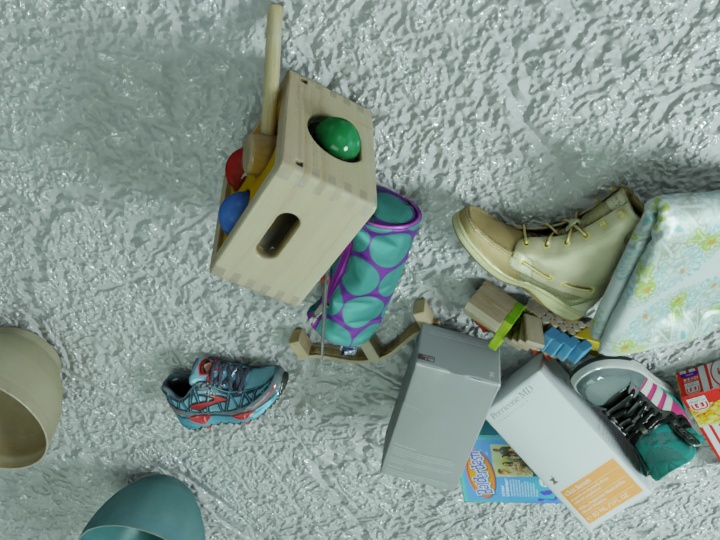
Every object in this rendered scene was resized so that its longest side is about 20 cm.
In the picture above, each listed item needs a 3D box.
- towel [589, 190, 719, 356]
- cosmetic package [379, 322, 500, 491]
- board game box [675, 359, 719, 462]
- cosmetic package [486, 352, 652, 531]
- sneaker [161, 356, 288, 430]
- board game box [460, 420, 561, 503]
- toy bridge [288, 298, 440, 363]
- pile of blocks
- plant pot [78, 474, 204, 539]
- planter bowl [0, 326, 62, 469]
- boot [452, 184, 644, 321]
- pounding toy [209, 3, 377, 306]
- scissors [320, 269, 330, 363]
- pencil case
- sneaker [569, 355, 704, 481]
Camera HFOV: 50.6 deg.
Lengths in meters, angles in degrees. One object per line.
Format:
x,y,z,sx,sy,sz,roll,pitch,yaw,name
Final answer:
0.342,0.002,0.789,0.171,0.048,0.201,-8,133,-21,towel
0.098,0.174,0.955,0.106,0.090,0.201,16,122,0,cosmetic package
0.507,0.182,0.947,0.151,0.046,0.200,-25,120,28,board game box
0.259,0.212,0.955,0.200,0.071,0.101,47,115,2,cosmetic package
-0.195,0.162,1.052,0.199,0.079,0.096,-19,121,24,sneaker
0.236,0.265,1.069,0.199,0.045,0.153,-3,128,13,board game box
0.009,0.088,0.983,0.199,0.027,0.067,-14,126,21,toy bridge
0.208,0.083,0.904,0.199,0.082,0.062,19,129,-5,pile of blocks
-0.339,0.419,1.250,0.199,0.135,0.201,6,130,7,plant pot
-0.510,0.165,1.080,0.199,0.135,0.201,5,130,6,planter bowl
0.214,-0.041,0.808,0.200,0.073,0.155,33,128,-17,boot
-0.074,-0.112,0.756,0.142,0.185,0.200,22,131,-23,pounding toy
-0.037,-0.005,0.816,0.014,0.201,0.073,9,143,-15,scissors
0.000,0.000,0.875,0.092,0.085,0.200,-10,137,-33,pencil case
0.335,0.183,0.903,0.200,0.121,0.084,25,124,-31,sneaker
